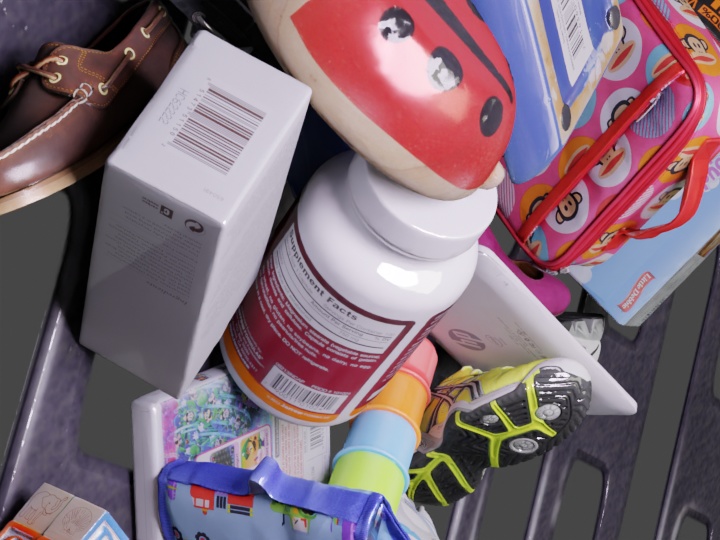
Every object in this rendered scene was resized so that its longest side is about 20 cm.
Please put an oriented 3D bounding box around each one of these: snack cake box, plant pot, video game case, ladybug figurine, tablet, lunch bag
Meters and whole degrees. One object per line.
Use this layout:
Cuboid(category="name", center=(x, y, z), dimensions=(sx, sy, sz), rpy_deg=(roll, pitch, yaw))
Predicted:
Cuboid(category="snack cake box", center=(0.259, -0.048, 1.621), dimensions=(0.200, 0.067, 0.115), rpy_deg=(-46, 168, 8))
Cuboid(category="plant pot", center=(0.050, -0.166, 1.274), dimensions=(0.200, 0.179, 0.201), rpy_deg=(-58, 140, -47))
Cuboid(category="video game case", center=(-0.078, 0.155, 1.308), dimensions=(0.182, 0.024, 0.201), rpy_deg=(-20, 114, -53))
Cuboid(category="ladybug figurine", center=(0.018, -0.124, 1.110), dimensions=(0.200, 0.072, 0.136), rpy_deg=(46, 35, -19))
Cuboid(category="tablet", center=(0.091, 0.043, 1.408), dimensions=(0.200, 0.130, 0.014), rpy_deg=(45, 60, -35))
Cuboid(category="lunch bag", center=(0.172, -0.097, 1.441), dimensions=(0.082, 0.176, 0.200), rpy_deg=(-3, 142, -46))
Cuboid(category="lunch bag", center=(-0.036, 0.191, 1.222), dimensions=(0.094, 0.150, 0.201), rpy_deg=(-52, 137, -37))

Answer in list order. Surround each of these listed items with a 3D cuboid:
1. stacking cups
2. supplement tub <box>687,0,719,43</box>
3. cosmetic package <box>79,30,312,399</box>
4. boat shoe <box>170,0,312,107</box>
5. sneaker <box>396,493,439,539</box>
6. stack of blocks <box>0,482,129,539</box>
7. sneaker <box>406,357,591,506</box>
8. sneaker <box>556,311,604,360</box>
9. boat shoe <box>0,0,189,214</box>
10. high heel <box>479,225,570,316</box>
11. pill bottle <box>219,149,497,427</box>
Cuboid(category="stacking cups", center=(0.007, 0.122, 1.378), dimensions=(0.200, 0.060, 0.061), rpy_deg=(-73, 150, -46))
Cuboid(category="supplement tub", center=(0.249, -0.185, 1.644), dimensions=(0.200, 0.122, 0.123), rpy_deg=(-59, 140, -32))
Cuboid(category="cosmetic package", center=(-0.093, -0.026, 1.115), dimensions=(0.102, 0.071, 0.200), rpy_deg=(-59, 174, -32))
Cuboid(category="boat shoe", center=(-0.067, -0.143, 1.148), dimensions=(0.199, 0.068, 0.074), rpy_deg=(43, 28, -31))
Cuboid(category="sneaker", center=(0.036, 0.211, 1.456), dimensions=(0.200, 0.075, 0.087), rpy_deg=(73, 8, -49))
Cuboid(category="stack of blocks", center=(-0.151, 0.230, 1.161), dimensions=(0.115, 0.058, 0.200), rpy_deg=(-50, 133, -24))
Cuboid(category="sneaker", center=(0.083, 0.094, 1.414), dimensions=(0.075, 0.200, 0.077), rpy_deg=(26, 53, -26))
Cuboid(category="sneaker", center=(0.130, 0.077, 1.561), dimensions=(0.200, 0.074, 0.089), rpy_deg=(1, 94, -56))
Cuboid(category="boat shoe", center=(-0.157, -0.089, 1.101), dimensions=(0.200, 0.070, 0.071), rpy_deg=(-44, 120, -55))
Cuboid(category="high heel", center=(0.102, -0.020, 1.500), dimensions=(0.200, 0.067, 0.097), rpy_deg=(8, 101, -54))
Cuboid(category="pill bottle", center=(0.000, 0.000, 1.224), dimensions=(0.113, 0.113, 0.200), rpy_deg=(-45, 176, -42))
